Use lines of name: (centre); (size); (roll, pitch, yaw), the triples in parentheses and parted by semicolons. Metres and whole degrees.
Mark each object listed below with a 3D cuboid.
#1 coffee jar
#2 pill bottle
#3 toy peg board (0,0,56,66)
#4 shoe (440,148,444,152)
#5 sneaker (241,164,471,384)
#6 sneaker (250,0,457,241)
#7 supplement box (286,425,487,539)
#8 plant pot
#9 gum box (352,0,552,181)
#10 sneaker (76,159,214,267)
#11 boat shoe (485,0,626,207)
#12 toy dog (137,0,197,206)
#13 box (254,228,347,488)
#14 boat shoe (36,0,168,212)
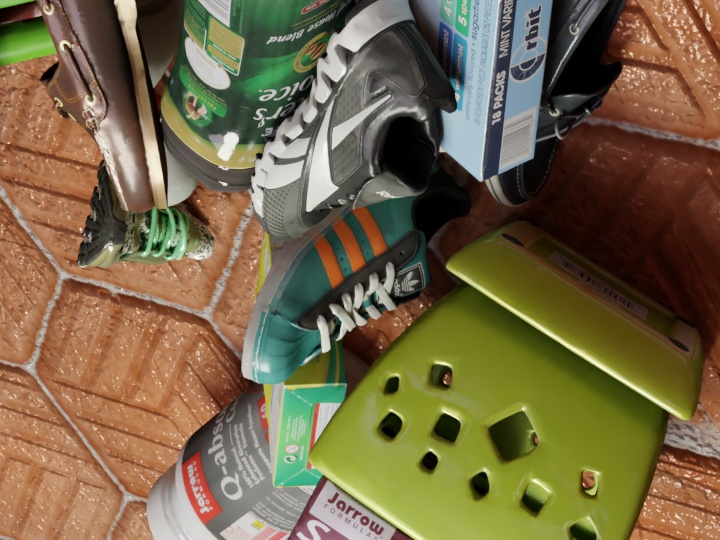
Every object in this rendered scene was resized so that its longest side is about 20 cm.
coffee jar: (-0.059, -0.137, 1.093); (0.085, 0.104, 0.201); (42, 147, 16)
pill bottle: (-0.070, 0.151, 1.412); (0.116, 0.116, 0.200); (45, 126, -7)
toy peg board: (-0.237, -0.236, 1.204); (0.097, 0.200, 0.202); (-13, 129, -7)
shoe: (0.002, -0.097, 1.200); (0.199, 0.070, 0.054); (15, 121, 39)
sneaker: (0.000, 0.000, 1.189); (0.079, 0.201, 0.072); (26, 151, 18)
sneaker: (-0.003, -0.065, 1.077); (0.091, 0.066, 0.201); (52, 139, 17)
supplement box: (0.029, 0.168, 1.220); (0.108, 0.200, 0.061); (32, 100, 9)
plant pot: (0.108, 0.083, 1.173); (0.199, 0.199, 0.183); (32, 102, 8)
gum box: (0.031, -0.177, 1.064); (0.200, 0.044, 0.171); (43, 145, 37)
sneaker: (-0.146, -0.034, 1.319); (0.088, 0.200, 0.078); (12, 95, 0)
boat shoe: (0.118, -0.113, 1.101); (0.062, 0.075, 0.201); (29, 133, 19)
toy dog: (-0.119, -0.151, 1.228); (0.095, 0.133, 0.201); (-11, 135, -5)
box: (-0.045, 0.036, 1.288); (0.048, 0.201, 0.118); (-2, 140, -10)
boat shoe: (-0.163, -0.127, 1.141); (0.070, 0.071, 0.202); (-12, 115, -5)
